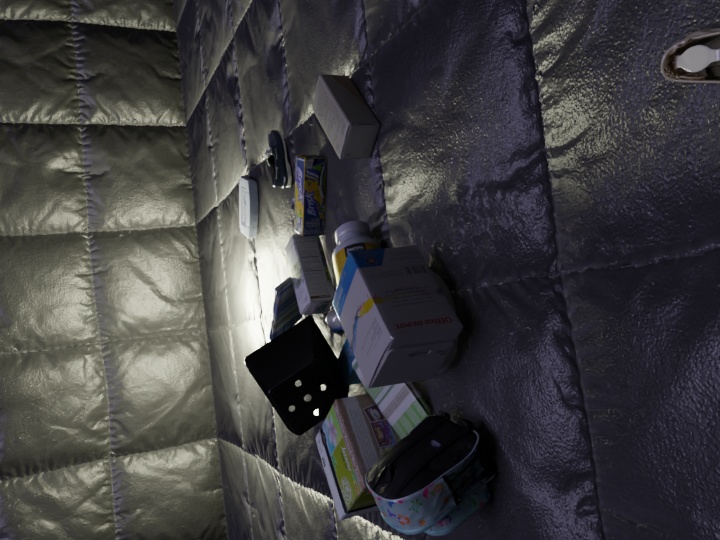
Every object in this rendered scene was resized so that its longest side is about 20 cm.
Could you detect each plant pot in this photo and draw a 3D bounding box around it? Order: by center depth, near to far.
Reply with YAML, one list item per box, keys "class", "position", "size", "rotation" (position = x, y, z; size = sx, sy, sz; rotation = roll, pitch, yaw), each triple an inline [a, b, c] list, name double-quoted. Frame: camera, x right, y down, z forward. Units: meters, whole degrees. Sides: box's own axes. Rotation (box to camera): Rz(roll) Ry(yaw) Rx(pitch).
- class: "plant pot"
  position: [-0.138, 0.263, 1.515]
  size: [0.202, 0.198, 0.177]
  rotation: [60, 176, -18]

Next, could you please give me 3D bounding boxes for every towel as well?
- class: "towel"
  position: [0.064, 0.243, 1.347]
  size: [0.201, 0.030, 0.150]
  rotation: [54, 145, 18]
- class: "towel"
  position: [-0.198, 0.091, 1.799]
  size: [0.024, 0.147, 0.203]
  rotation: [29, 132, 20]

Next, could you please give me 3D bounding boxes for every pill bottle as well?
- class: "pill bottle"
  position: [0.000, 0.000, 1.383]
  size: [0.112, 0.110, 0.203]
  rotation: [123, 141, -52]

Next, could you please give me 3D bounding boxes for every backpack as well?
- class: "backpack"
  position: [0.115, 0.363, 1.121]
  size: [0.177, 0.198, 0.153]
  rotation: [7, 121, 63]

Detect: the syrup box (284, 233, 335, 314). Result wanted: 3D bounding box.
- class: "syrup box"
  position: [-0.134, 0.008, 1.711]
  size: [0.079, 0.080, 0.203]
  rotation: [-51, 51, 52]

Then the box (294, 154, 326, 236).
- class: "box"
  position: [-0.132, -0.197, 1.692]
  size: [0.070, 0.063, 0.204]
  rotation: [31, 122, 59]

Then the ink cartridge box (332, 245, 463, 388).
- class: "ink cartridge box"
  position: [0.059, 0.081, 1.158]
  size: [0.202, 0.145, 0.146]
  rotation: [64, 147, 37]

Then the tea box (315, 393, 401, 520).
- class: "tea box"
  position: [0.006, 0.407, 1.427]
  size: [0.202, 0.131, 0.198]
  rotation: [67, 148, 33]

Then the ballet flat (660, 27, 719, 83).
- class: "ballet flat"
  position: [0.377, -0.204, 0.616]
  size: [0.199, 0.068, 0.071]
  rotation: [25, 117, 61]

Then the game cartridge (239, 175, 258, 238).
- class: "game cartridge"
  position: [-0.393, -0.223, 2.270]
  size: [0.133, 0.040, 0.204]
  rotation: [-145, 54, -62]

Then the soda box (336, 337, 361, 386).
- class: "soda box"
  position: [0.006, 0.176, 1.466]
  size: [0.202, 0.063, 0.069]
  rotation: [112, 144, -44]

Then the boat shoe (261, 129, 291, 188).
- class: "boat shoe"
  position: [-0.254, -0.333, 1.925]
  size: [0.075, 0.061, 0.204]
  rotation: [130, 130, -58]

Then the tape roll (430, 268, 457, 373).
- class: "tape roll"
  position: [0.119, 0.099, 1.246]
  size: [0.202, 0.036, 0.207]
  rotation: [-157, 64, -62]

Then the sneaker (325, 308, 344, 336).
- class: "sneaker"
  position: [-0.012, 0.099, 1.504]
  size: [0.073, 0.072, 0.199]
  rotation: [46, 144, -7]

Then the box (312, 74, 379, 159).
- class: "box"
  position: [-0.036, -0.345, 1.445]
  size: [0.202, 0.076, 0.096]
  rotation: [64, 147, 37]
